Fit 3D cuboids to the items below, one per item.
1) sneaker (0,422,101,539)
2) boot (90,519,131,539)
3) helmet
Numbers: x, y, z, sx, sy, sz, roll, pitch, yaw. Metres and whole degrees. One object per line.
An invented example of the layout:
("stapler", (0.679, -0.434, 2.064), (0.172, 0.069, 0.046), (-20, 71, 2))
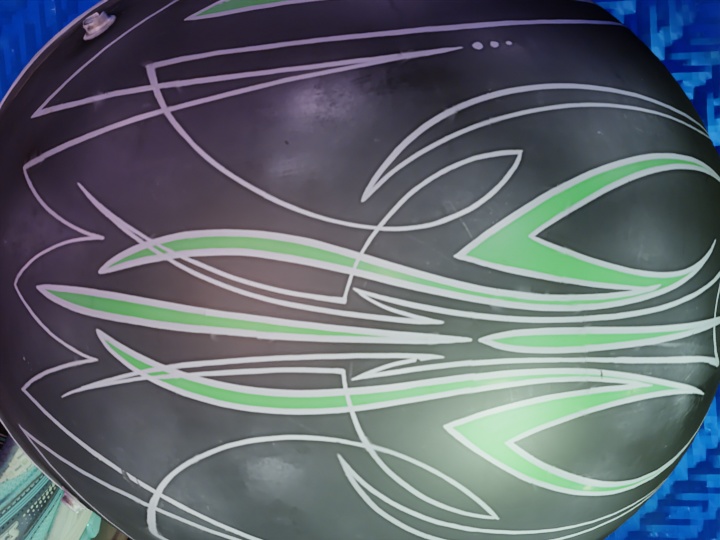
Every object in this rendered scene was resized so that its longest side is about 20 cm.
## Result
("sneaker", (-0.094, 0.008, 0.838), (0.077, 0.086, 0.201), (8, 69, 19))
("boot", (-0.036, 0.155, 0.848), (0.150, 0.073, 0.201), (16, 61, 12))
("helmet", (0.000, 0.000, 0.775), (0.199, 0.191, 0.201), (2, 97, 16))
